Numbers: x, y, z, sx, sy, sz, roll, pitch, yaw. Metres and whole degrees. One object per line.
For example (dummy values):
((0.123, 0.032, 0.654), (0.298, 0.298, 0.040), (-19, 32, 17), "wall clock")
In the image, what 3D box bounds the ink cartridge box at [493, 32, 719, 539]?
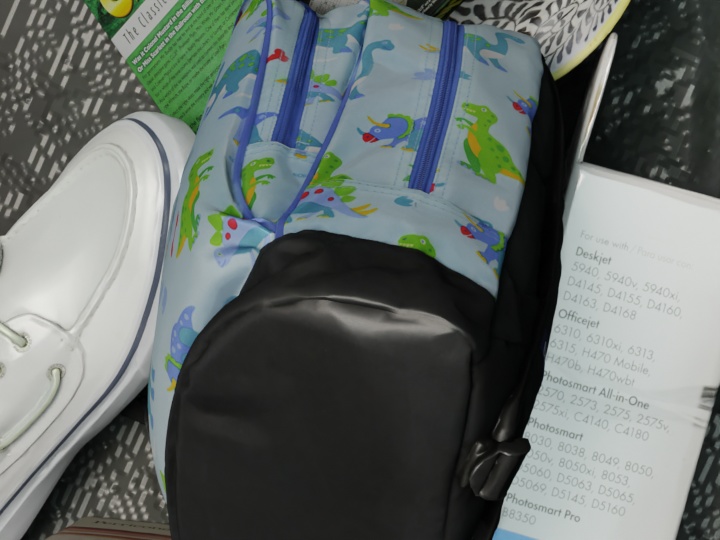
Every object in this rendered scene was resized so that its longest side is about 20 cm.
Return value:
((0.086, 0.028, 0.778), (0.066, 0.116, 0.202), (16, 94, 3), "ink cartridge box")

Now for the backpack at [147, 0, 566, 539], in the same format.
((0.000, 0.000, 0.689), (0.153, 0.200, 0.164), (21, 134, 12), "backpack")

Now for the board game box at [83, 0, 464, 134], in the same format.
((-0.019, -0.111, 0.776), (0.105, 0.023, 0.200), (54, 136, 2), "board game box")

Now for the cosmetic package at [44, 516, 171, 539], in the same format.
((-0.075, 0.143, 0.761), (0.102, 0.200, 0.088), (6, 92, 5), "cosmetic package")

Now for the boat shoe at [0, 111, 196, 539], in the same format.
((-0.121, 0.032, 0.800), (0.074, 0.066, 0.201), (45, 115, 36), "boat shoe")

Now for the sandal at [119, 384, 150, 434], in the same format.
((-0.048, 0.039, 0.799), (0.199, 0.045, 0.076), (17, 94, 28), "sandal")

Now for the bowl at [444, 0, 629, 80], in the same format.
((0.044, -0.166, 0.774), (0.200, 0.094, 0.202), (22, 126, 34), "bowl")
